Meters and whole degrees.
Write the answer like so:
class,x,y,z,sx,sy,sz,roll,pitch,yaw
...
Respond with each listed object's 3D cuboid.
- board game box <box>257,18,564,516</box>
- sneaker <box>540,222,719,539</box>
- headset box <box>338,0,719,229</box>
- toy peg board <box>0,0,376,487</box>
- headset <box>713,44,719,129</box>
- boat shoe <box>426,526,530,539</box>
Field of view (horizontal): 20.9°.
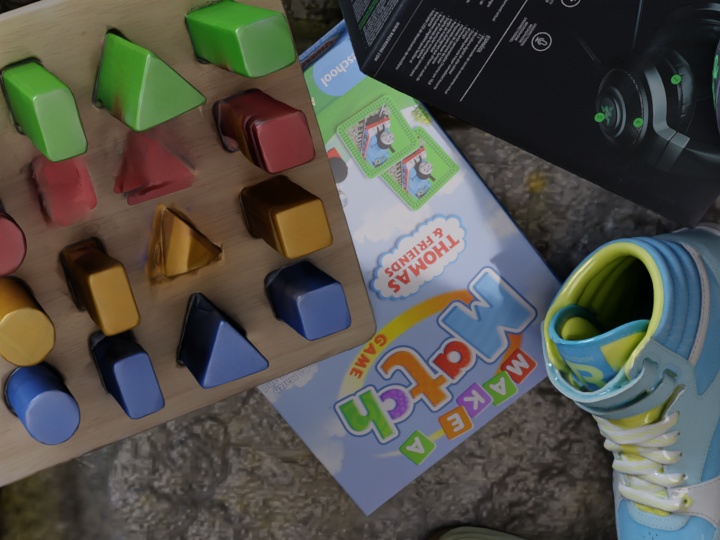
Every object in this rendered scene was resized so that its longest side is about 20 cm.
class,x,y,z,sx,sy,sz,roll,pitch,yaw
board game box,0.000,0.000,0.956,0.151,0.037,0.200,-38,109,5
sneaker,0.131,0.075,0.936,0.130,0.079,0.201,2,91,-50
headset box,0.119,-0.137,0.869,0.199,0.093,0.175,22,117,-21
toy peg board,-0.097,-0.018,0.847,0.199,0.098,0.200,-21,108,-14
headset,0.250,-0.074,0.813,0.199,0.094,0.124,-6,126,7
boat shoe,0.125,0.182,1.014,0.199,0.065,0.074,8,104,-11
